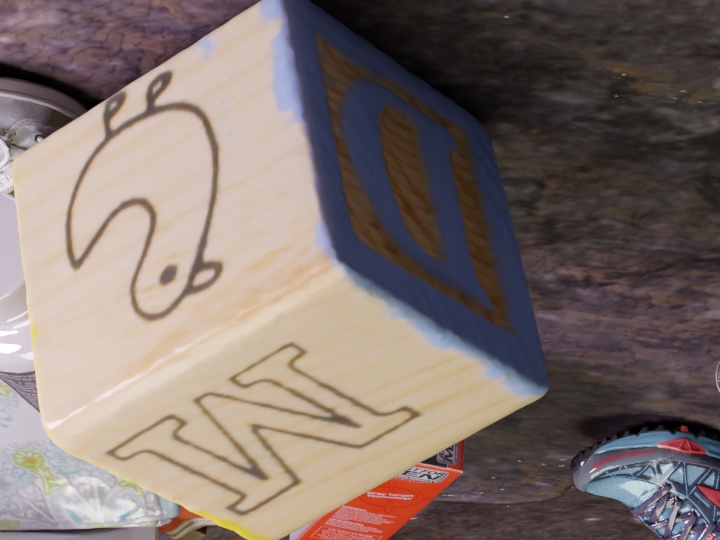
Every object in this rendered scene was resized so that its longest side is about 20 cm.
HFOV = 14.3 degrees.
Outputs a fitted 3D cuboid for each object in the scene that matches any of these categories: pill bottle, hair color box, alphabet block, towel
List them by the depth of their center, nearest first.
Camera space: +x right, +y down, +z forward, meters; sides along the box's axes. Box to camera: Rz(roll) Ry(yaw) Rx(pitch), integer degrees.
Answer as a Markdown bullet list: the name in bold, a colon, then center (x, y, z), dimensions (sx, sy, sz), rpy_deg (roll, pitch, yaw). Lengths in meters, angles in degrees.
- **alphabet block**: center (-0.045, 0.003, 1.539), dimensions (0.200, 0.195, 0.196), rpy_deg (-31, 139, 25)
- **pill bottle**: center (-0.186, 0.025, 1.758), dimensions (0.111, 0.111, 0.200), rpy_deg (-5, 154, 20)
- **hair color box**: center (0.012, 0.119, 1.944), dimensions (0.061, 0.102, 0.200), rpy_deg (12, 155, -15)
- **towel**: center (-0.217, 0.104, 1.949), dimensions (0.171, 0.048, 0.200), rpy_deg (-1, 134, 8)

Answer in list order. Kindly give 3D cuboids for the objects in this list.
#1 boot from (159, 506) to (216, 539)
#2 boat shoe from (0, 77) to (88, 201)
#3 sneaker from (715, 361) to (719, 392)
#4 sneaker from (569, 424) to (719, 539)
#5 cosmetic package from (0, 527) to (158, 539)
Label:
- **boot**: center (-0.144, 0.143, 2.062), dimensions (0.107, 0.075, 0.200), rpy_deg (16, 154, -14)
- **boat shoe**: center (-0.178, -0.055, 1.635), dimensions (0.074, 0.065, 0.202), rpy_deg (-19, 147, 41)
- **sneaker**: center (0.321, 0.078, 1.861), dimensions (0.200, 0.067, 0.090), rpy_deg (16, 160, -24)
- **sneaker**: center (0.244, 0.169, 2.023), dimensions (0.200, 0.096, 0.079), rpy_deg (11, 154, -15)
- **cosmetic package**: center (-0.247, 0.218, 2.011), dimensions (0.200, 0.074, 0.102), rpy_deg (-5, -173, -43)
